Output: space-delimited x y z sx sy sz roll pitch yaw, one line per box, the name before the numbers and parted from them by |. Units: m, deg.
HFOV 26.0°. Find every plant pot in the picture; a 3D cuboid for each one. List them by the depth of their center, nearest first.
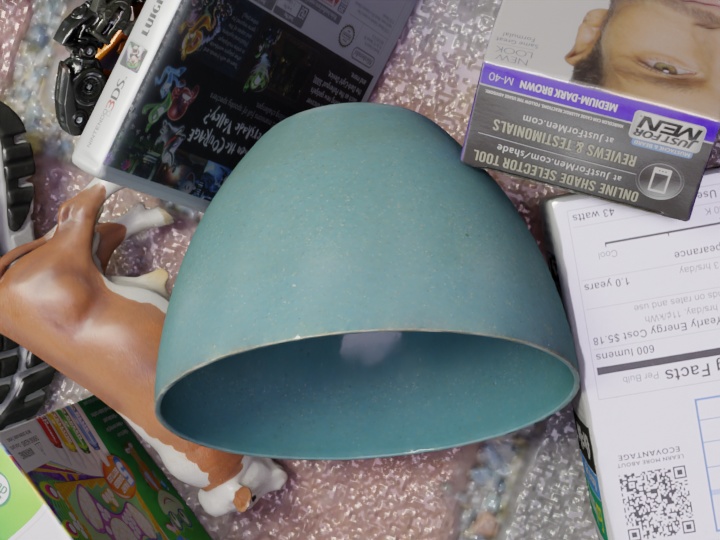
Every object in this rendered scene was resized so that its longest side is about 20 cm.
plant pot | 0.000 0.000 0.751 0.198 0.200 0.136 -6 68 6

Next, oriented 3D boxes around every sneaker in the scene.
sneaker | -0.224 0.005 0.860 0.090 0.078 0.202 5 99 32

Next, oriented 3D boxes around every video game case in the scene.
video game case | -0.043 -0.113 0.770 0.023 0.200 0.183 28 95 25

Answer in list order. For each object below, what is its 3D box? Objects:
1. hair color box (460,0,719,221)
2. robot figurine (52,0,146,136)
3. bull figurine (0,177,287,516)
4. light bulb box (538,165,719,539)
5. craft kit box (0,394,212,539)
hair color box | 0.123 -0.119 0.753 0.108 0.201 0.065 14 135 5
robot figurine | -0.080 -0.142 0.792 0.058 0.144 0.201 37 103 44
bull figurine | -0.102 0.040 0.834 0.199 0.065 0.122 37 77 -14
light bulb box | 0.202 0.045 0.784 0.196 0.125 0.202 -10 92 5
craft kit box | -0.111 0.160 0.783 0.048 0.200 0.198 -35 89 5
